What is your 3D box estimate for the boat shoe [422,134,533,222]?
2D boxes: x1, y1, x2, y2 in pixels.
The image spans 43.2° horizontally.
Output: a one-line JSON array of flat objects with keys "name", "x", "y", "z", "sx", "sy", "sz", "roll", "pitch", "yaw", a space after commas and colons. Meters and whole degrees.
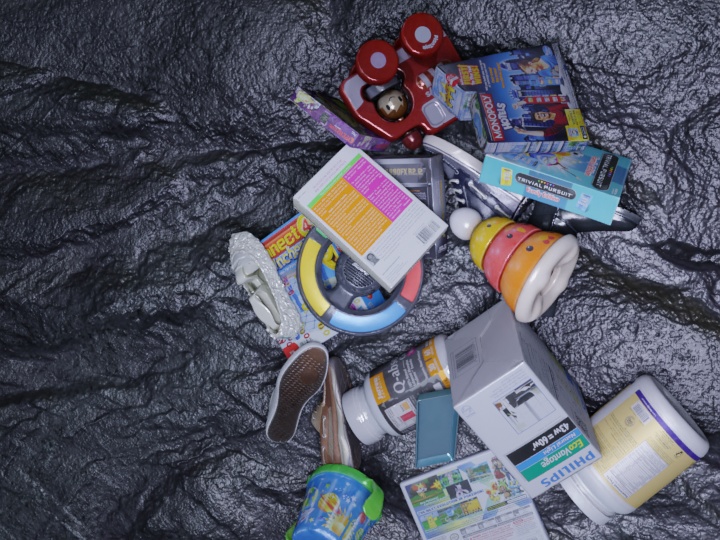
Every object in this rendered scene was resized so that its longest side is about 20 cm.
[{"name": "boat shoe", "x": 0.165, "y": -0.128, "z": 1.429, "sx": 0.199, "sy": 0.075, "sz": 0.093, "roll": 34, "pitch": 96, "yaw": 10}]

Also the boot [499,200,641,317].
[{"name": "boot", "x": 0.319, "y": -0.020, "z": 1.400, "sx": 0.164, "sy": 0.066, "sz": 0.202, "roll": 23, "pitch": 97, "yaw": 21}]

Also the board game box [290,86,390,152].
[{"name": "board game box", "x": -0.026, "y": -0.231, "z": 1.410, "sx": 0.120, "sy": 0.200, "sz": 0.032, "roll": 35, "pitch": 103, "yaw": 11}]

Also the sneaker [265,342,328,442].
[{"name": "sneaker", "x": -0.112, "y": 0.186, "z": 1.516, "sx": 0.072, "sy": 0.085, "sz": 0.201, "roll": 21, "pitch": 117, "yaw": -15}]

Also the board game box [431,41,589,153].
[{"name": "board game box", "x": 0.210, "y": -0.243, "z": 1.329, "sx": 0.197, "sy": 0.062, "sz": 0.202, "roll": -2, "pitch": 56, "yaw": -6}]

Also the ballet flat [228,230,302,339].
[{"name": "ballet flat", "x": -0.162, "y": 0.024, "z": 1.468, "sx": 0.071, "sy": 0.072, "sz": 0.201, "roll": -34, "pitch": 83, "yaw": 15}]

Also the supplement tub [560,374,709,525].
[{"name": "supplement tub", "x": 0.399, "y": 0.270, "z": 1.361, "sx": 0.200, "sy": 0.145, "sz": 0.146, "roll": -43, "pitch": 83, "yaw": 15}]

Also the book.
[{"name": "book", "x": 0.015, "y": -0.084, "z": 1.368, "sx": 0.200, "sy": 0.048, "sz": 0.134, "roll": 42, "pitch": 77, "yaw": 8}]

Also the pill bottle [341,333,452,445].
[{"name": "pill bottle", "x": 0.077, "y": 0.195, "z": 1.460, "sx": 0.199, "sy": 0.116, "sz": 0.117, "roll": -30, "pitch": 86, "yaw": 15}]

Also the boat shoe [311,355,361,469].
[{"name": "boat shoe", "x": -0.049, "y": 0.245, "z": 1.522, "sx": 0.071, "sy": 0.076, "sz": 0.202, "roll": -7, "pitch": 91, "yaw": 18}]

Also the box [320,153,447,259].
[{"name": "box", "x": 0.037, "y": -0.102, "z": 1.449, "sx": 0.198, "sy": 0.048, "sz": 0.160, "roll": 2, "pitch": 103, "yaw": 28}]

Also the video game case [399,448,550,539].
[{"name": "video game case", "x": 0.188, "y": 0.400, "z": 1.494, "sx": 0.198, "sy": 0.022, "sz": 0.184, "roll": -24, "pitch": 88, "yaw": 17}]

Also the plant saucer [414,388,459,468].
[{"name": "plant saucer", "x": 0.118, "y": 0.248, "z": 1.431, "sx": 0.069, "sy": 0.201, "sz": 0.019, "roll": -10, "pitch": 50, "yaw": -7}]

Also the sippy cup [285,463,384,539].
[{"name": "sippy cup", "x": -0.046, "y": 0.409, "z": 1.480, "sx": 0.138, "sy": 0.131, "sz": 0.179, "roll": 22, "pitch": 127, "yaw": 9}]

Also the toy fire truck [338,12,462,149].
[{"name": "toy fire truck", "x": 0.077, "y": -0.282, "z": 1.401, "sx": 0.199, "sy": 0.112, "sz": 0.169, "roll": -33, "pitch": 90, "yaw": -10}]

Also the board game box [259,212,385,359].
[{"name": "board game box", "x": -0.085, "y": 0.019, "z": 1.491, "sx": 0.199, "sy": 0.056, "sz": 0.197, "roll": -33, "pitch": 85, "yaw": 34}]

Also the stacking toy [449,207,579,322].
[{"name": "stacking toy", "x": 0.210, "y": -0.030, "z": 1.353, "sx": 0.199, "sy": 0.146, "sz": 0.147, "roll": 35, "pitch": 103, "yaw": 25}]

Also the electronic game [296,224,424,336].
[{"name": "electronic game", "x": 0.000, "y": 0.000, "z": 1.392, "sx": 0.197, "sy": 0.042, "sz": 0.203, "roll": 0, "pitch": 84, "yaw": -3}]

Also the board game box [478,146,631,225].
[{"name": "board game box", "x": 0.292, "y": -0.150, "z": 1.352, "sx": 0.198, "sy": 0.151, "sz": 0.047, "roll": 19, "pitch": 124, "yaw": 13}]

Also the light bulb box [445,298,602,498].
[{"name": "light bulb box", "x": 0.236, "y": 0.184, "z": 1.343, "sx": 0.124, "sy": 0.199, "sz": 0.200, "roll": -35, "pitch": 109, "yaw": 17}]
